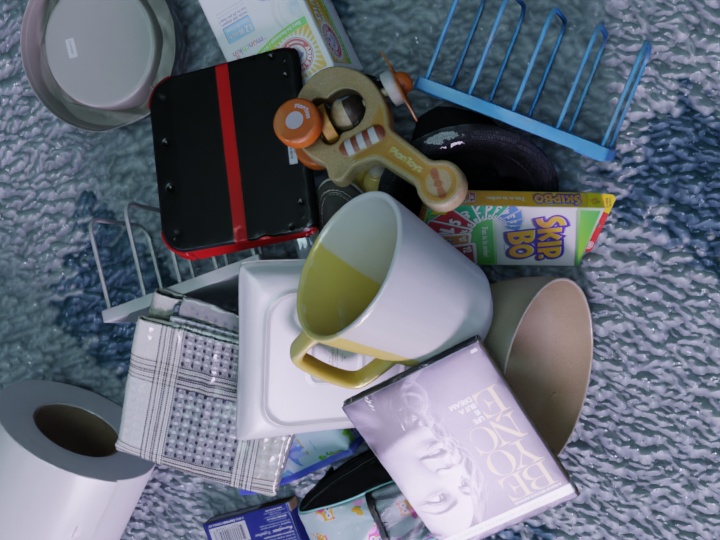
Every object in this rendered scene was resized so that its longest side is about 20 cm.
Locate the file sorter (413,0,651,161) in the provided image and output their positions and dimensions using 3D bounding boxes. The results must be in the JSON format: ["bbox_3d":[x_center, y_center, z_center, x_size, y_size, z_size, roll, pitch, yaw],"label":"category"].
[{"bbox_3d":[0.179,-0.201,1.143,0.199,0.139,0.123,23,100,13],"label":"file sorter"}]

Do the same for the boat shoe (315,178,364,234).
[{"bbox_3d":[0.000,0.000,1.176,0.067,0.057,0.201,-10,122,14],"label":"boat shoe"}]

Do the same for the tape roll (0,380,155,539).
[{"bbox_3d":[-0.358,0.242,1.341,0.202,0.203,0.140,31,106,10],"label":"tape roll"}]

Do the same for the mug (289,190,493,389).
[{"bbox_3d":[0.032,0.027,1.088,0.186,0.153,0.150,-17,54,50],"label":"mug"}]

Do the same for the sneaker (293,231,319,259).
[{"bbox_3d":[-0.018,-0.001,1.275,0.071,0.073,0.201,-24,100,10],"label":"sneaker"}]

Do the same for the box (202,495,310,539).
[{"bbox_3d":[-0.103,0.382,1.372,0.121,0.032,0.201,-18,91,19],"label":"box"}]

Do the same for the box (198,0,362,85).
[{"bbox_3d":[-0.097,-0.282,1.232,0.112,0.101,0.201,-24,91,19],"label":"box"}]

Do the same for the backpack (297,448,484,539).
[{"bbox_3d":[0.039,0.262,1.233,0.199,0.176,0.154,-17,94,14],"label":"backpack"}]

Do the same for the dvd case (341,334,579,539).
[{"bbox_3d":[0.096,0.171,1.081,0.148,0.016,0.200,-28,112,17],"label":"dvd case"}]

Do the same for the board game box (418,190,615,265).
[{"bbox_3d":[0.157,-0.043,1.164,0.199,0.030,0.096,-2,143,-11],"label":"board game box"}]

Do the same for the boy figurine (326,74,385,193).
[{"bbox_3d":[-0.009,-0.107,1.206,0.124,0.064,0.201,38,127,52],"label":"boy figurine"}]

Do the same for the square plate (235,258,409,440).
[{"bbox_3d":[-0.027,0.082,1.164,0.197,0.028,0.201,-3,113,-16],"label":"square plate"}]

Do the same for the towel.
[{"bbox_3d":[-0.156,0.133,1.208,0.192,0.035,0.201,17,108,4],"label":"towel"}]

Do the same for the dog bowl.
[{"bbox_3d":[-0.293,-0.262,1.319,0.199,0.059,0.201,2,98,17],"label":"dog bowl"}]

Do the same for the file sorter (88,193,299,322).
[{"bbox_3d":[-0.183,-0.028,1.275,0.199,0.139,0.125,-20,81,19],"label":"file sorter"}]

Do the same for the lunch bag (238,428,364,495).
[{"bbox_3d":[-0.104,0.153,1.295,0.200,0.127,0.170,-27,95,31],"label":"lunch bag"}]

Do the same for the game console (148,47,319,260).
[{"bbox_3d":[-0.133,-0.120,1.181,0.176,0.031,0.201,-10,81,16],"label":"game console"}]

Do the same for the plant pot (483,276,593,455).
[{"bbox_3d":[0.139,0.096,1.184,0.134,0.200,0.201,11,102,36],"label":"plant pot"}]

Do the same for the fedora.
[{"bbox_3d":[0.106,-0.103,1.175,0.200,0.201,0.092,-23,49,19],"label":"fedora"}]

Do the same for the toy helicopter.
[{"bbox_3d":[0.025,-0.128,1.075,0.200,0.079,0.132,37,88,23],"label":"toy helicopter"}]
